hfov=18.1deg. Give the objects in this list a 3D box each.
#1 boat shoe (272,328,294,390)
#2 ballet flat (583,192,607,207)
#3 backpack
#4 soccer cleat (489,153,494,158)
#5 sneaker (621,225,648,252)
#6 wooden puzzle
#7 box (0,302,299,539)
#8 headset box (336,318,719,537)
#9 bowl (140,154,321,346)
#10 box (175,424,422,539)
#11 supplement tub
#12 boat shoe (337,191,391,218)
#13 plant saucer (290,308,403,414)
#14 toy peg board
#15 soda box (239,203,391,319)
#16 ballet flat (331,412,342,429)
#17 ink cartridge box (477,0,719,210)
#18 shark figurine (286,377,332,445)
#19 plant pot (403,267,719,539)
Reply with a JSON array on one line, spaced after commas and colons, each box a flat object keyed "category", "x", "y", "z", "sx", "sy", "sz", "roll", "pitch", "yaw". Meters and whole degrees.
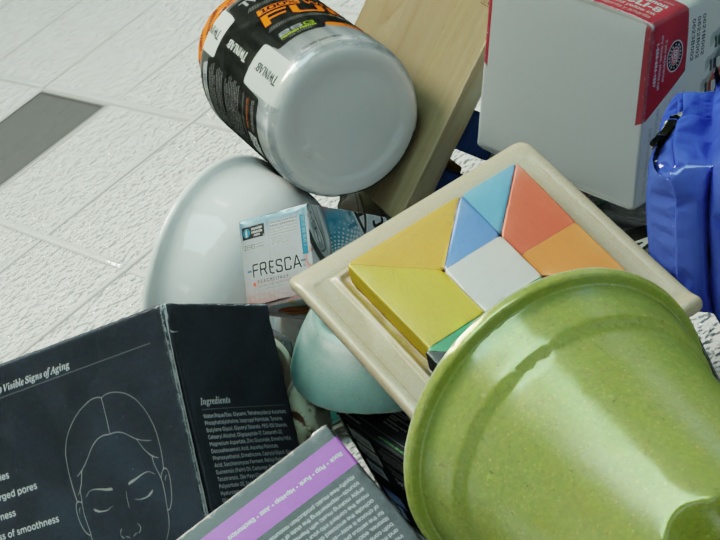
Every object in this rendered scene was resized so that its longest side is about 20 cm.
[{"category": "boat shoe", "x": -0.084, "y": 0.095, "z": 1.572, "sx": 0.063, "sy": 0.072, "sz": 0.201, "roll": -55, "pitch": -7, "yaw": -43}, {"category": "ballet flat", "x": 0.120, "y": -0.056, "z": 1.732, "sx": 0.199, "sy": 0.064, "sz": 0.076, "roll": -29, "pitch": 25, "yaw": 5}, {"category": "backpack", "x": 0.268, "y": -0.061, "z": 1.421, "sx": 0.166, "sy": 0.164, "sz": 0.200, "roll": 8, "pitch": 31, "yaw": 13}, {"category": "soccer cleat", "x": 0.157, "y": -0.137, "z": 1.805, "sx": 0.078, "sy": 0.069, "sz": 0.200, "roll": -41, "pitch": 2, "yaw": 40}, {"category": "sneaker", "x": 0.137, "y": -0.019, "z": 1.584, "sx": 0.198, "sy": 0.083, "sz": 0.071, "roll": 1, "pitch": 28, "yaw": 6}, {"category": "wooden puzzle", "x": 0.078, "y": 0.009, "z": 1.376, "sx": 0.184, "sy": 0.037, "sz": 0.200, "roll": -31, "pitch": 47, "yaw": -17}, {"category": "box", "x": -0.146, "y": 0.142, "z": 1.455, "sx": 0.199, "sy": 0.198, "sz": 0.124, "roll": -19, "pitch": -10, "yaw": 31}, {"category": "headset box", "x": 0.115, "y": 0.089, "z": 1.430, "sx": 0.200, "sy": 0.093, "sz": 0.174, "roll": -37, "pitch": 25, "yaw": -14}, {"category": "bowl", "x": -0.068, "y": 0.020, "z": 1.680, "sx": 0.090, "sy": 0.202, "sz": 0.201, "roll": 14, "pitch": 47, "yaw": 31}, {"category": "box", "x": -0.015, "y": 0.206, "z": 1.294, "sx": 0.143, "sy": 0.036, "sz": 0.200, "roll": -36, "pitch": 63, "yaw": -12}, {"category": "supplement tub", "x": -0.047, "y": -0.142, "z": 1.723, "sx": 0.122, "sy": 0.123, "sz": 0.200, "roll": -34, "pitch": 31, "yaw": -9}, {"category": "boat shoe", "x": 0.016, "y": -0.048, "z": 1.829, "sx": 0.064, "sy": 0.075, "sz": 0.202, "roll": -2, "pitch": 20, "yaw": 3}, {"category": "plant saucer", "x": 0.042, "y": 0.020, "z": 1.458, "sx": 0.199, "sy": 0.036, "sz": 0.200, "roll": -17, "pitch": 26, "yaw": 8}, {"category": "toy peg board", "x": 0.071, "y": -0.147, "z": 1.749, "sx": 0.201, "sy": 0.097, "sz": 0.199, "roll": -64, "pitch": 30, "yaw": 12}, {"category": "soda box", "x": 0.000, "y": 0.000, "z": 1.623, "sx": 0.063, "sy": 0.069, "sz": 0.199, "roll": -14, "pitch": -12, "yaw": 33}, {"category": "ballet flat", "x": 0.031, "y": 0.064, "z": 1.618, "sx": 0.199, "sy": 0.070, "sz": 0.070, "roll": -21, "pitch": 26, "yaw": 23}, {"category": "ink cartridge box", "x": 0.203, "y": -0.161, "z": 1.635, "sx": 0.144, "sy": 0.146, "sz": 0.199, "roll": 24, "pitch": 36, "yaw": 33}, {"category": "shark figurine", "x": -0.067, "y": 0.169, "z": 1.538, "sx": 0.214, "sy": 0.129, "sz": 0.089, "roll": -36, "pitch": -7, "yaw": 31}, {"category": "plant pot", "x": 0.153, "y": 0.128, "z": 1.234, "sx": 0.200, "sy": 0.201, "sz": 0.184, "roll": -34, "pitch": 37, "yaw": -9}]
